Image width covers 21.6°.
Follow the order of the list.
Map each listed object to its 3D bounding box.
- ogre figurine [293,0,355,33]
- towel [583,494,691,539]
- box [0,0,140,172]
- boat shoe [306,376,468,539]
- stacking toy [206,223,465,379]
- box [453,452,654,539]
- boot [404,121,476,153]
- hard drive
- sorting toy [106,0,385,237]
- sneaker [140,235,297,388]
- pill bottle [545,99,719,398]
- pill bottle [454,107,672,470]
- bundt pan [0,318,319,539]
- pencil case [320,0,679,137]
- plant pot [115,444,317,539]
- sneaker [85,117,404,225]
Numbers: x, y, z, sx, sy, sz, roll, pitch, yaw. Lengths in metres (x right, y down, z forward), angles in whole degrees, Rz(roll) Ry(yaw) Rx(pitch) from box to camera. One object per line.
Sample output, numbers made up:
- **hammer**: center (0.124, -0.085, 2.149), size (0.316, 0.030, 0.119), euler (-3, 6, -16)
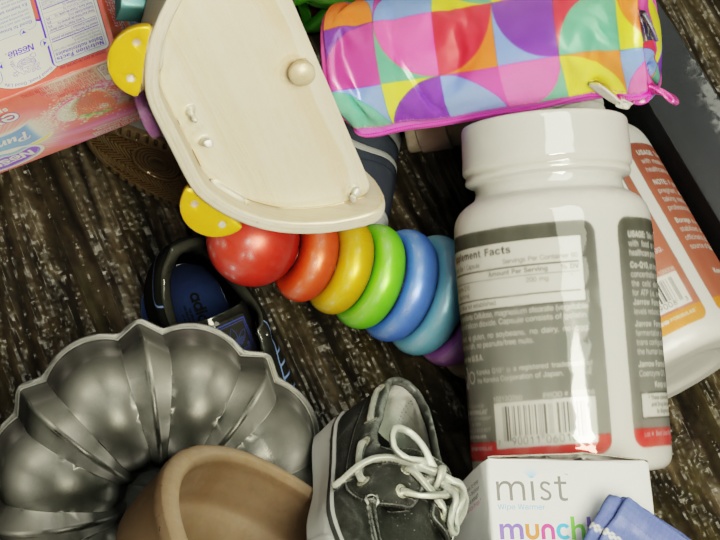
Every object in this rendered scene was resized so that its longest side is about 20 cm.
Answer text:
- **ogre figurine**: center (-0.017, -0.226, 1.240), size (0.098, 0.200, 0.120), euler (-18, 79, 27)
- **towel**: center (0.134, 0.223, 0.905), size (0.145, 0.024, 0.200), euler (35, 66, 1)
- **box**: center (-0.229, -0.116, 1.107), size (0.200, 0.095, 0.103), euler (-21, 71, 6)
- **boat shoe**: center (0.020, 0.118, 0.962), size (0.074, 0.199, 0.068), euler (39, 106, -14)
- **stacking toy**: center (0.000, 0.000, 1.121), size (0.200, 0.085, 0.086), euler (19, 63, -26)
- **box**: center (0.087, 0.212, 1.017), size (0.096, 0.200, 0.177), euler (3, 66, -12)
- **boot**: center (0.057, -0.174, 1.168), size (0.146, 0.070, 0.200), euler (-26, 66, 8)
- **hard drive**: center (0.212, -0.068, 1.206), size (0.042, 0.135, 0.200), euler (-27, 76, -6)
- **sorting toy**: center (-0.086, -0.127, 1.064), size (0.107, 0.200, 0.180), euler (-25, 35, -2)
- **sneaker**: center (-0.072, 0.073, 1.108), size (0.070, 0.078, 0.200), euler (-25, 74, -21)
- **pill bottle**: center (0.151, -0.020, 1.178), size (0.112, 0.112, 0.200), euler (-19, 69, -19)
- **pill bottle**: center (0.112, 0.016, 1.067), size (0.114, 0.114, 0.201), euler (-3, 84, -14)
- **bundt pan**: center (-0.108, 0.128, 1.036), size (0.201, 0.076, 0.202), euler (0, 92, -11)
- **pencil case**: center (0.078, -0.125, 1.076), size (0.199, 0.088, 0.089), euler (-5, 66, 15)
- **plant pot**: center (-0.074, 0.214, 0.931), size (0.200, 0.200, 0.175), euler (47, 107, 9)
- **sneaker**: center (-0.068, -0.089, 1.184), size (0.200, 0.070, 0.109), euler (21, 63, -5)
